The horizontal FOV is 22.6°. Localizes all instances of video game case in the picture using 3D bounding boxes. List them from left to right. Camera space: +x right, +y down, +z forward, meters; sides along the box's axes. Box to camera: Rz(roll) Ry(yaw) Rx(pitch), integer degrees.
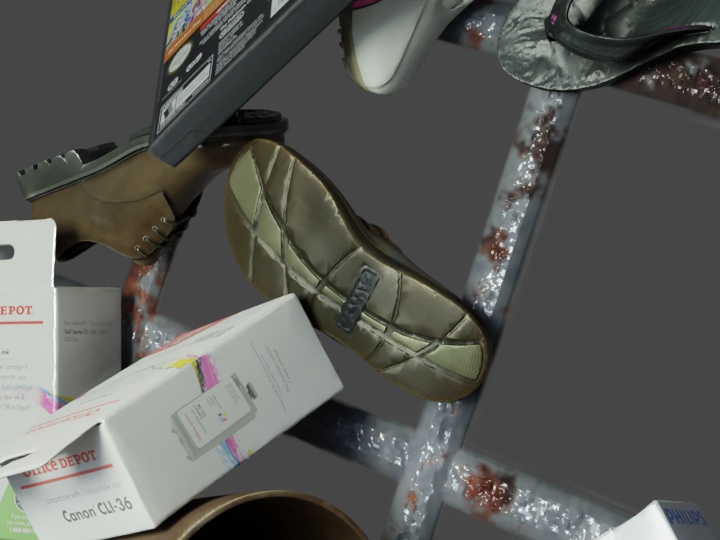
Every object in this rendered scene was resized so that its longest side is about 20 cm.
[{"bbox_3d":[-0.050,-0.180,1.050,0.200,0.025,0.181,-39,33,33],"label":"video game case"}]

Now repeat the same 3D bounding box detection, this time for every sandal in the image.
[{"bbox_3d":[0.000,0.000,1.044,0.200,0.055,0.082,35,109,18],"label":"sandal"},{"bbox_3d":[0.156,-0.145,0.956,0.200,0.048,0.076,-9,78,32],"label":"sandal"}]

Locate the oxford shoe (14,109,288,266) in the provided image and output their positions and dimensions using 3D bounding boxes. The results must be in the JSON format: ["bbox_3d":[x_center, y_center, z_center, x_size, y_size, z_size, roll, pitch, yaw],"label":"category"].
[{"bbox_3d":[-0.122,-0.051,1.129,0.199,0.073,0.085,-16,91,33],"label":"oxford shoe"}]

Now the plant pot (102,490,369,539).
[{"bbox_3d":[-0.113,0.211,1.023,0.200,0.186,0.188,-1,82,48],"label":"plant pot"}]

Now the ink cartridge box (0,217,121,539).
[{"bbox_3d":[-0.215,0.070,1.158,0.117,0.067,0.201,-1,87,34],"label":"ink cartridge box"}]

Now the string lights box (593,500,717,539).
[{"bbox_3d":[0.164,0.226,0.889,0.103,0.059,0.201,-37,64,24],"label":"string lights box"}]

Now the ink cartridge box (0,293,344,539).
[{"bbox_3d":[-0.119,0.093,1.001,0.116,0.200,0.068,-20,99,48],"label":"ink cartridge box"}]

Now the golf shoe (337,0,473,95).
[{"bbox_3d":[0.055,-0.188,1.018,0.092,0.073,0.201,29,99,32],"label":"golf shoe"}]
